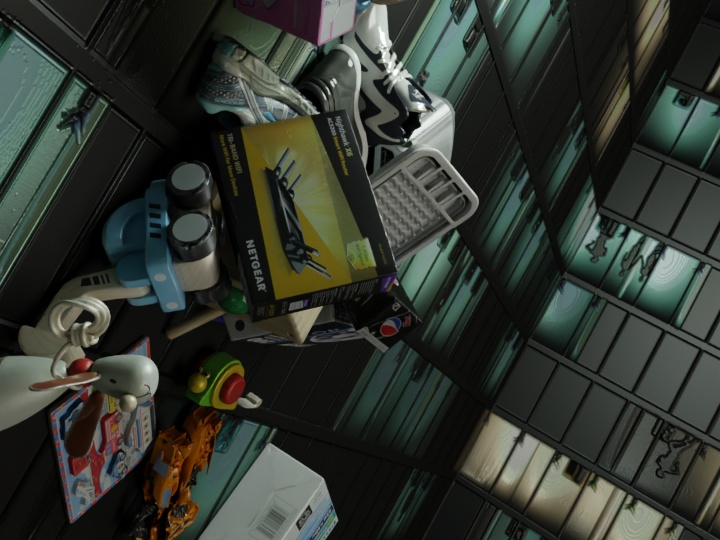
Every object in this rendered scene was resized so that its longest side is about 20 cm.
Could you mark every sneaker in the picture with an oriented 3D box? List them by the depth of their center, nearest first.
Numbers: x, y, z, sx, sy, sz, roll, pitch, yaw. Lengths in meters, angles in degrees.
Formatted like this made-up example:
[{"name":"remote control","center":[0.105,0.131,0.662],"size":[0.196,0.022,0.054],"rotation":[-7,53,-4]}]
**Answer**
[{"name":"sneaker","center":[-0.116,-0.183,1.002],"size":[0.087,0.077,0.199],"rotation":[-51,151,6]},{"name":"sneaker","center":[-0.045,-0.177,1.151],"size":[0.099,0.070,0.203],"rotation":[-42,144,-36]},{"name":"sneaker","center":[0.045,-0.249,1.160],"size":[0.079,0.128,0.203],"rotation":[-25,128,-53]}]

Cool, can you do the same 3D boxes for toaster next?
[{"name":"toaster","center":[0.062,-0.177,1.320],"size":[0.129,0.113,0.202],"rotation":[-42,152,-35]}]

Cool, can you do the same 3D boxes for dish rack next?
[{"name":"dish rack","center":[0.052,-0.089,1.265],"size":[0.198,0.044,0.171],"rotation":[-35,140,14]}]

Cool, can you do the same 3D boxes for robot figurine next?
[{"name":"robot figurine","center":[-0.250,0.288,1.221],"size":[0.145,0.057,0.203],"rotation":[-33,144,-60]}]

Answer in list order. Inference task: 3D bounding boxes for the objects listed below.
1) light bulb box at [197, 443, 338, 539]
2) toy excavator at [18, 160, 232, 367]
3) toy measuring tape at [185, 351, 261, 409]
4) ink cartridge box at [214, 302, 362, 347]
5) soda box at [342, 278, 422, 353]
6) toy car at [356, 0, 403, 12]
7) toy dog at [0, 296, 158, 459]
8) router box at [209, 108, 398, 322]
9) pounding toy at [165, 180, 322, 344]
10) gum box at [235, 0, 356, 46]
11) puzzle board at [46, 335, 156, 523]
[{"name":"light bulb box","center":[-0.150,0.439,1.528],"size":[0.199,0.123,0.201],"rotation":[-52,154,-24]},{"name":"toy excavator","center":[-0.234,0.002,0.909],"size":[0.101,0.195,0.197],"rotation":[81,-1,-54]},{"name":"toy measuring tape","center":[-0.175,0.150,1.230],"size":[0.075,0.073,0.200],"rotation":[-62,158,0]},{"name":"ink cartridge box","center":[-0.087,0.072,1.183],"size":[0.198,0.196,0.044],"rotation":[20,63,-66]},{"name":"soda box","center":[0.000,0.000,1.109],"size":[0.063,0.201,0.071],"rotation":[-39,136,11]},{"name":"toy car","center":[0.050,-0.418,1.016],"size":[0.176,0.182,0.203],"rotation":[-39,120,-42]},{"name":"toy dog","center":[-0.289,0.117,0.800],"size":[0.097,0.196,0.133],"rotation":[-93,160,-46]},{"name":"router box","center":[-0.063,-0.061,0.951],"size":[0.154,0.203,0.052],"rotation":[-12,159,-15]},{"name":"pounding toy","center":[-0.124,-0.006,1.050],"size":[0.202,0.181,0.143],"rotation":[-61,158,-25]},{"name":"gum box","center":[-0.058,-0.331,0.885],"size":[0.066,0.112,0.203],"rotation":[-37,146,-44]},{"name":"puzzle board","center":[-0.299,0.192,1.073],"size":[0.150,0.017,0.203],"rotation":[-41,150,-42]}]
